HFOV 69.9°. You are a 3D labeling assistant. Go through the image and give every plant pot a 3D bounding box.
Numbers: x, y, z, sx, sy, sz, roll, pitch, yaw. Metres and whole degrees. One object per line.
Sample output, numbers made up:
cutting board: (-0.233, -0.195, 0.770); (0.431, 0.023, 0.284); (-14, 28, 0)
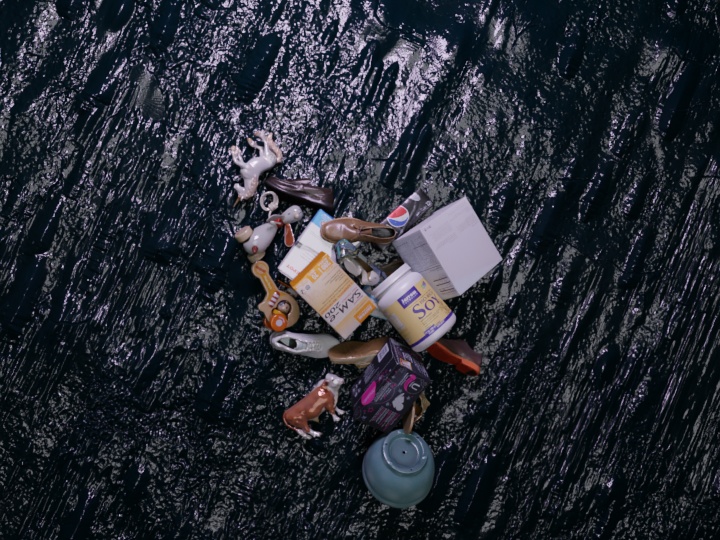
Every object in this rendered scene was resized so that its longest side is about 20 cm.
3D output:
plant pot: (0.109, 0.508, 1.377); (0.200, 0.134, 0.201); (4, 47, -4)

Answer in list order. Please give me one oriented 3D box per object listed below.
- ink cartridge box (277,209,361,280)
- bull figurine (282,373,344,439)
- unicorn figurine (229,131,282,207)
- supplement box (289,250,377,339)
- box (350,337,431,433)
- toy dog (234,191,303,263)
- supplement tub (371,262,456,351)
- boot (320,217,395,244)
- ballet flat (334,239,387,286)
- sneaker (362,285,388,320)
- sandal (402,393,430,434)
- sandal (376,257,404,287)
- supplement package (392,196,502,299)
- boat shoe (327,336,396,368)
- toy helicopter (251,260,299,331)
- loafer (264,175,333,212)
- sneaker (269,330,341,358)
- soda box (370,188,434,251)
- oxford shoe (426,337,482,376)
ink cartridge box: (-0.113, -0.044, 1.413); (0.144, 0.084, 0.200); (36, 86, -8)
bull figurine: (-0.115, 0.378, 1.430); (0.200, 0.065, 0.122); (-35, 92, -4)
unicorn figurine: (-0.293, -0.281, 1.390); (0.200, 0.074, 0.138); (-34, 106, -11)
supplement box: (-0.071, 0.064, 1.349); (0.126, 0.074, 0.200); (-46, 106, -5)
box: (0.076, 0.307, 1.375); (0.115, 0.132, 0.200); (30, 108, -18)
toy dog: (-0.241, -0.102, 1.378); (0.132, 0.096, 0.200); (34, 94, -31)
supplement tub: (0.137, 0.096, 1.351); (0.145, 0.145, 0.200); (-40, 87, -5)
boot: (-0.004, -0.105, 1.352); (0.199, 0.075, 0.074); (2, 88, -11)
ballet flat: (0.000, 0.000, 1.372); (0.200, 0.074, 0.074); (38, 86, -32)
sneaker: (0.090, 0.102, 1.448); (0.199, 0.077, 0.081); (17, 88, -9)
sandal: (0.158, 0.350, 1.411); (0.069, 0.212, 0.078); (15, 131, -12)
sandal: (0.122, -0.006, 1.459); (0.199, 0.054, 0.081); (-23, 94, -7)
supplement package: (0.234, -0.053, 1.397); (0.191, 0.147, 0.200); (-35, 96, -29)
boat shoe: (0.007, 0.239, 1.434); (0.199, 0.074, 0.069); (-6, 124, -14)
toy helicopter: (-0.228, 0.060, 1.404); (0.132, 0.079, 0.200); (-32, 103, -22)
loafer: (-0.164, -0.221, 1.418); (0.199, 0.073, 0.072); (18, 75, -9)
sneaker: (-0.149, 0.207, 1.417); (0.200, 0.080, 0.071); (7, 89, -12)
soda box: (0.109, -0.140, 1.447); (0.200, 0.071, 0.063); (-42, 95, -4)
oxford shoe: (0.260, 0.225, 1.485); (0.200, 0.071, 0.073); (33, 58, -4)
